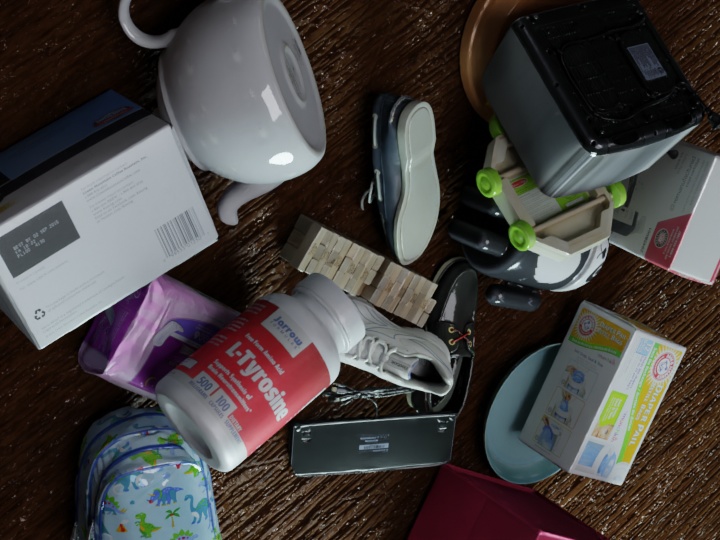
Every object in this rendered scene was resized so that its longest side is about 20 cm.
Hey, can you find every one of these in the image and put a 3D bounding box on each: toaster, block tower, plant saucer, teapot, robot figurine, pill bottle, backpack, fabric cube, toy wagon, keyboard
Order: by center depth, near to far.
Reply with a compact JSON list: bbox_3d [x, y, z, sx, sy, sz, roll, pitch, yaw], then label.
[{"bbox_3d":[-0.129,-0.167,1.272,0.146,0.200,0.197,-15,166,12],"label":"teapot"},{"bbox_3d":[-0.094,0.095,1.336,0.200,0.112,0.112,-40,128,-21],"label":"pill bottle"},{"bbox_3d":[-0.220,0.238,1.399,0.163,0.154,0.200,-4,100,-13],"label":"backpack"},{"bbox_3d":[0.257,-0.186,1.462,0.181,0.200,0.119,-19,162,-29],"label":"toaster"},{"bbox_3d":[0.198,-0.108,1.494,0.155,0.200,0.040,-23,166,-31],"label":"toy wagon"},{"bbox_3d":[0.000,0.000,1.496,0.200,0.058,0.054,26,93,-42],"label":"block tower"},{"bbox_3d":[0.202,-0.253,1.539,0.200,0.037,0.200,-15,117,-30],"label":"plant saucer"},{"bbox_3d":[0.016,0.179,1.570,0.200,0.021,0.127,-3,118,-15],"label":"keyboard"},{"bbox_3d":[0.199,-0.043,1.571,0.200,0.125,0.150,14,137,-38],"label":"robot figurine"},{"bbox_3d":[0.179,0.386,1.703,0.196,0.200,0.200,21,95,-39],"label":"fabric cube"},{"bbox_3d":[0.233,0.182,1.762,0.200,0.027,0.200,-16,119,-30],"label":"plant saucer"}]

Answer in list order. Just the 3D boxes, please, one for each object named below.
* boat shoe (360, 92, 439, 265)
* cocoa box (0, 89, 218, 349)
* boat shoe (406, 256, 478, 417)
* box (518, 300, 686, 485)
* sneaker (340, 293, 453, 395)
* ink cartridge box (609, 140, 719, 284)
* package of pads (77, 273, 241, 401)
[{"bbox_3d":[0.041,-0.099,1.473,0.075,0.062,0.200,-39,138,-36],"label":"boat shoe"},{"bbox_3d":[-0.259,-0.051,1.236,0.200,0.131,0.133,-34,126,-19],"label":"cocoa box"},{"bbox_3d":[0.109,0.085,1.608,0.074,0.063,0.202,3,107,-33],"label":"boat shoe"},{"bbox_3d":[0.307,0.155,1.719,0.112,0.101,0.200,18,99,-39],"label":"box"},{"bbox_3d":[0.021,0.084,1.509,0.200,0.087,0.075,18,103,-18],"label":"sneaker"},{"bbox_3d":[0.354,-0.088,1.615,0.085,0.200,0.146,15,101,-33],"label":"ink cartridge box"},{"bbox_3d":[-0.180,0.081,1.388,0.200,0.076,0.121,30,87,-41],"label":"package of pads"}]
